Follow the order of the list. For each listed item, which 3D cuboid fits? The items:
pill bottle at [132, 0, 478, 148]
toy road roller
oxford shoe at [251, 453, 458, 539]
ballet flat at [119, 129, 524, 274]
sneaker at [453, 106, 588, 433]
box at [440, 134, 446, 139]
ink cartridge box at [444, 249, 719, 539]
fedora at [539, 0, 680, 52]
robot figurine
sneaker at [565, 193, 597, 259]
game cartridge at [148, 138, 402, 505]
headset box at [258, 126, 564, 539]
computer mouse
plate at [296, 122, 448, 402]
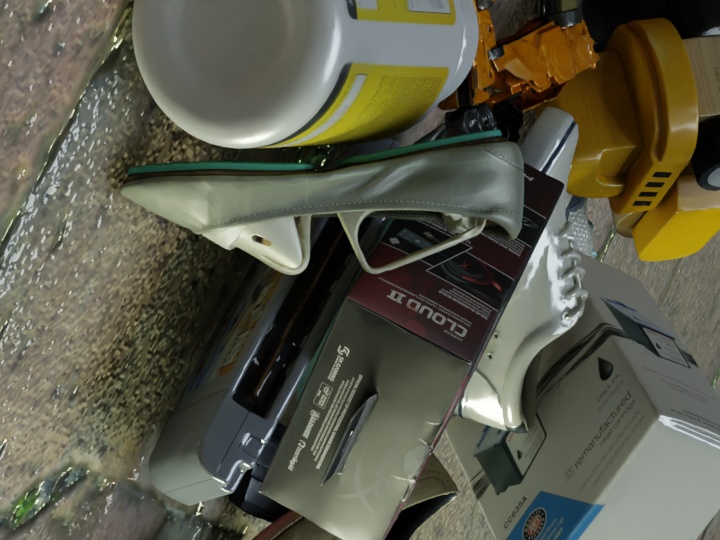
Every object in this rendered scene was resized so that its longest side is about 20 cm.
[{"bbox_3d":[-0.017,-0.118,1.031,0.200,0.111,0.113,-9,120,-64],"label":"pill bottle"},{"bbox_3d":[0.178,-0.092,1.405,0.200,0.145,0.124,115,-34,-65],"label":"toy road roller"},{"bbox_3d":[-0.023,0.182,1.275,0.200,0.075,0.070,-50,155,1],"label":"oxford shoe"},{"bbox_3d":[-0.016,-0.028,1.026,0.067,0.198,0.064,170,-85,-84],"label":"ballet flat"},{"bbox_3d":[0.103,0.003,1.250,0.073,0.070,0.201,-45,154,-64],"label":"sneaker"},{"bbox_3d":[0.050,-0.022,1.290,0.042,0.039,0.200,-61,174,-17],"label":"box"},{"bbox_3d":[0.139,0.099,1.302,0.086,0.200,0.147,23,112,-29],"label":"ink cartridge box"},{"bbox_3d":[0.198,-0.212,1.438,0.201,0.091,0.201,-47,150,-38],"label":"fedora"},{"bbox_3d":[0.077,-0.146,1.243,0.200,0.058,0.146,-28,107,-56],"label":"robot figurine"},{"bbox_3d":[0.137,0.014,1.477,0.078,0.086,0.201,174,-70,-70],"label":"sneaker"},{"bbox_3d":[-0.047,0.028,1.117,0.201,0.041,0.133,-62,-165,-18],"label":"game cartridge"},{"bbox_3d":[0.026,0.040,1.123,0.200,0.075,0.149,-58,174,-51],"label":"headset box"},{"bbox_3d":[-0.064,0.117,1.249,0.059,0.034,0.200,-64,157,-3],"label":"computer mouse"},{"bbox_3d":[0.000,0.000,1.243,0.200,0.025,0.201,90,26,-79],"label":"plate"}]
